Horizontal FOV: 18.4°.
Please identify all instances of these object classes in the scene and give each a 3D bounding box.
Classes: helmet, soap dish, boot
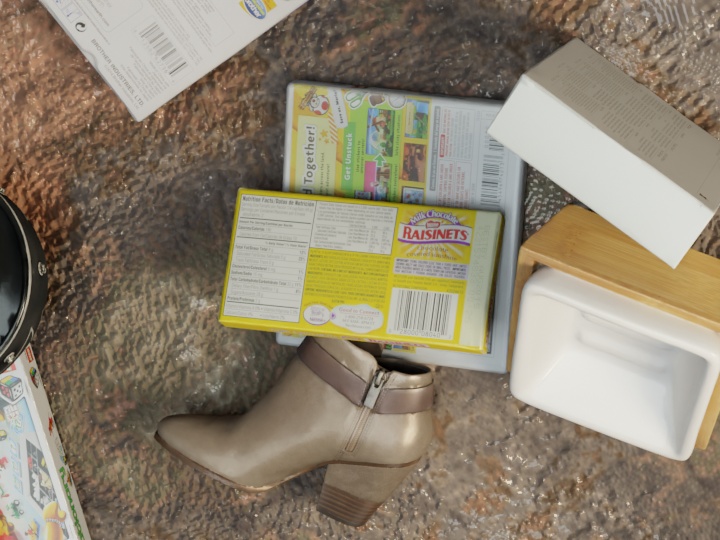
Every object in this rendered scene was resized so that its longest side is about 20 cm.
[{"bbox_3d":[-0.336,0.011,1.658,0.199,0.190,0.202,-2,88,49],"label":"helmet"},{"bbox_3d":[0.183,0.043,1.529,0.157,0.200,0.082,21,66,11],"label":"soap dish"},{"bbox_3d":[-0.043,0.100,1.653,0.199,0.070,0.147,20,114,3],"label":"boot"}]

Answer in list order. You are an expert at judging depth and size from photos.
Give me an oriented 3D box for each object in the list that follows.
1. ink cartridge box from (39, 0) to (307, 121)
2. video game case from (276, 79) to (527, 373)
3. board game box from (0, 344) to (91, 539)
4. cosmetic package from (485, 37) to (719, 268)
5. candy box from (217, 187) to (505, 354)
[{"bbox_3d":[-0.118,-0.212,1.602,0.199,0.042,0.120,-33,108,15],"label":"ink cartridge box"},{"bbox_3d":[0.030,-0.033,1.633,0.181,0.023,0.201,7,106,14],"label":"video game case"},{"bbox_3d":[-0.295,0.167,1.758,0.125,0.035,0.201,-15,99,12],"label":"board game box"},{"bbox_3d":[0.175,-0.083,1.485,0.150,0.200,0.052,35,109,6],"label":"cosmetic package"},{"bbox_3d":[0.000,0.000,1.604,0.199,0.026,0.103,6,76,15],"label":"candy box"}]
